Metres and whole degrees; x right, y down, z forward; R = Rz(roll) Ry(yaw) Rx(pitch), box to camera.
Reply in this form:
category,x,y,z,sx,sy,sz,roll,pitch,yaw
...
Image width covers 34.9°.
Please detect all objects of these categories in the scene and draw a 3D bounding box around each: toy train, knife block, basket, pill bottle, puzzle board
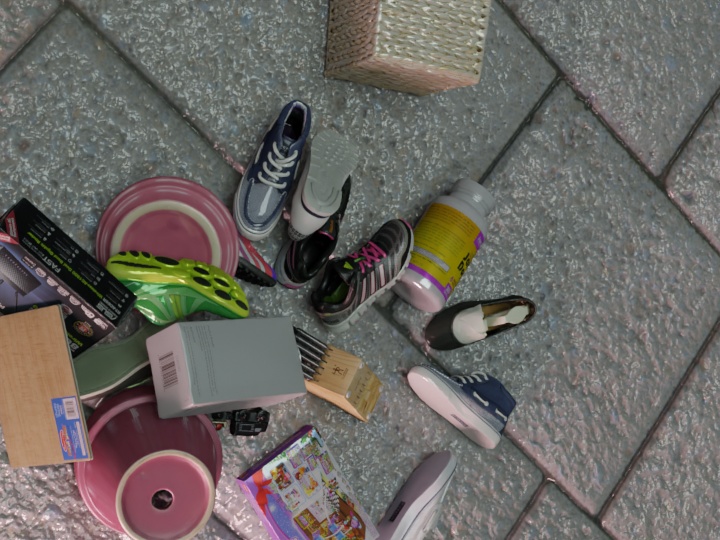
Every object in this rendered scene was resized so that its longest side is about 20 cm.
category,x,y,z,sx,sy,sz,roll,pitch,yaw
toy train,-0.224,0.215,1.628,0.198,0.034,0.046,6,95,-25
knife block,-0.071,0.143,1.699,0.064,0.174,0.200,-63,156,-14
basket,0.069,-0.364,1.716,0.198,0.198,0.163,6,88,-25
pill bottle,0.129,-0.043,1.773,0.104,0.104,0.201,39,72,-18
puzzle board,-0.419,0.152,1.485,0.017,0.149,0.203,-17,95,-59

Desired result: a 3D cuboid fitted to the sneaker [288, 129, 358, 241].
category,x,y,z,sx,sy,sz,roll,pitch,yaw
sneaker,-0.060,-0.127,1.651,0.076,0.081,0.201,30,41,-7

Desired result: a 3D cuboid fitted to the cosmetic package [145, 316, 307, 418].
category,x,y,z,sx,sy,sz,roll,pitch,yaw
cosmetic package,-0.175,0.127,1.520,0.199,0.081,0.114,2,70,-46

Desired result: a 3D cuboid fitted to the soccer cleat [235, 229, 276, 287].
category,x,y,z,sx,sy,sz,roll,pitch,yaw
soccer cleat,-0.193,-0.049,1.642,0.199,0.068,0.074,35,69,-17

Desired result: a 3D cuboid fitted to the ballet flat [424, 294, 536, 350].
category,x,y,z,sx,sy,sz,roll,pitch,yaw
ballet flat,0.196,0.077,1.818,0.198,0.068,0.069,-17,95,-25

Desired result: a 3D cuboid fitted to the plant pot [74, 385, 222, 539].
category,x,y,z,sx,sy,sz,roll,pitch,yaw
plant pot,-0.268,0.269,1.501,0.198,0.179,0.203,-3,100,-19

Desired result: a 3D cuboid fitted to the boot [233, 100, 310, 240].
category,x,y,z,sx,sy,sz,roll,pitch,yaw
boot,-0.125,-0.146,1.628,0.072,0.090,0.202,20,61,-12

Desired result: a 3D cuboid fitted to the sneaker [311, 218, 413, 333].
category,x,y,z,sx,sy,sz,roll,pitch,yaw
sneaker,0.000,0.000,1.689,0.200,0.074,0.087,-49,145,1

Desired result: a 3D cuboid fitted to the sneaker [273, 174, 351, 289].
category,x,y,z,sx,sy,sz,roll,pitch,yaw
sneaker,-0.054,-0.066,1.696,0.080,0.086,0.202,23,77,-24

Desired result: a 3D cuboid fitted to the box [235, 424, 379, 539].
category,x,y,z,sx,sy,sz,roll,pitch,yaw
box,-0.076,0.350,1.687,0.136,0.039,0.201,-34,102,-24

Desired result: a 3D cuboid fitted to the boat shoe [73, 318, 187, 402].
category,x,y,z,sx,sy,sz,roll,pitch,yaw
boat shoe,-0.319,0.130,1.564,0.200,0.061,0.072,-28,57,-8

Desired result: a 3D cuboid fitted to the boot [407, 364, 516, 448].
category,x,y,z,sx,sy,sz,roll,pitch,yaw
boot,0.160,0.188,1.801,0.200,0.072,0.091,44,63,-26

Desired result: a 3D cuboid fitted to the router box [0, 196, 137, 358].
category,x,y,z,sx,sy,sz,roll,pitch,yaw
router box,-0.409,0.018,1.480,0.200,0.149,0.062,44,46,-16

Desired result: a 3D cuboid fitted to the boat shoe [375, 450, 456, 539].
category,x,y,z,sx,sy,sz,roll,pitch,yaw
boat shoe,0.090,0.370,1.756,0.065,0.073,0.201,43,80,-22

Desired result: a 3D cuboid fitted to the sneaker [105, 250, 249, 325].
category,x,y,z,sx,sy,sz,roll,pitch,yaw
sneaker,-0.246,0.031,1.531,0.198,0.074,0.084,15,121,-8

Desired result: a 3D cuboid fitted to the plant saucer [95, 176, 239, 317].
category,x,y,z,sx,sy,sz,roll,pitch,yaw
plant saucer,-0.265,-0.026,1.569,0.198,0.051,0.203,-1,104,-5
